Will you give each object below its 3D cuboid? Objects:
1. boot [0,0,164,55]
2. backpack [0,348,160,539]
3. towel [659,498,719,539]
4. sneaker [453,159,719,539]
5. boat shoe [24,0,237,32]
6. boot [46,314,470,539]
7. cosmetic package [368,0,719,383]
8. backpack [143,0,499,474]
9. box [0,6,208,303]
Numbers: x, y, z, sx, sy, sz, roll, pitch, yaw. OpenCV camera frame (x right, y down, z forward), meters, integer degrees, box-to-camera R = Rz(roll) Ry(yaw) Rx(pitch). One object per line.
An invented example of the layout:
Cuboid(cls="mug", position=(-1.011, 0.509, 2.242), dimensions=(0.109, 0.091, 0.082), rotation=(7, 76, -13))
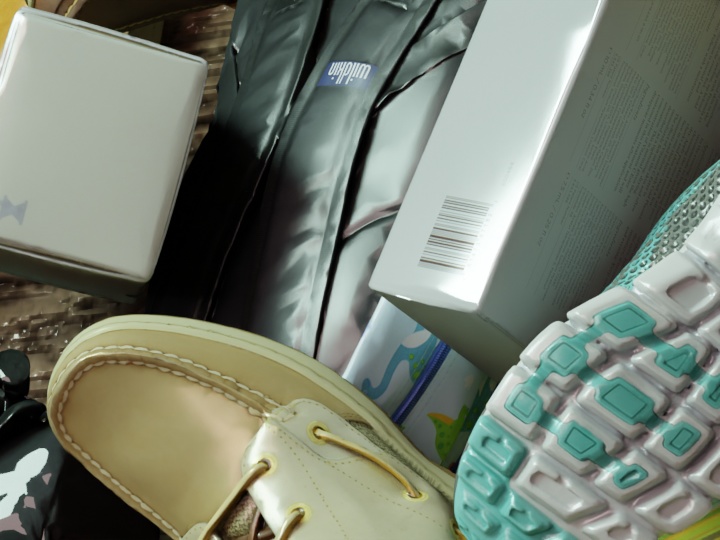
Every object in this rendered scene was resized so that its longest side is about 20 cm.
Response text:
Cuboid(cls="boot", position=(-0.131, -0.137, 1.139), dimensions=(0.201, 0.071, 0.144), rotation=(-37, 69, -4))
Cuboid(cls="backpack", position=(-0.179, 0.132, 1.021), dimensions=(0.200, 0.127, 0.167), rotation=(-5, 53, 30))
Cuboid(cls="towel", position=(0.111, 0.141, 0.866), dimensions=(0.086, 0.018, 0.200), rotation=(-29, 34, 16))
Cuboid(cls="sneaker", position=(0.107, 0.019, 0.867), dimensions=(0.200, 0.091, 0.078), rotation=(-44, 88, -7))
Cuboid(cls="boat shoe", position=(-0.033, -0.135, 1.062), dimensions=(0.200, 0.072, 0.068), rotation=(-28, 72, -18))
Cuboid(cls="boot", position=(-0.024, 0.099, 0.832), dimensions=(0.200, 0.155, 0.073), rotation=(33, 115, 0))
Cuboid(cls="cosmetic package", position=(0.095, -0.050, 0.929), dimensions=(0.052, 0.151, 0.200), rotation=(12, 74, 41))
Cuboid(cls="backpack", position=(0.000, 0.000, 0.977), dimensions=(0.163, 0.154, 0.200), rotation=(-1, 48, 39))
Cuboid(cls="box", position=(-0.100, -0.036, 0.983), dimensions=(0.068, 0.200, 0.082), rotation=(15, 87, -6))
